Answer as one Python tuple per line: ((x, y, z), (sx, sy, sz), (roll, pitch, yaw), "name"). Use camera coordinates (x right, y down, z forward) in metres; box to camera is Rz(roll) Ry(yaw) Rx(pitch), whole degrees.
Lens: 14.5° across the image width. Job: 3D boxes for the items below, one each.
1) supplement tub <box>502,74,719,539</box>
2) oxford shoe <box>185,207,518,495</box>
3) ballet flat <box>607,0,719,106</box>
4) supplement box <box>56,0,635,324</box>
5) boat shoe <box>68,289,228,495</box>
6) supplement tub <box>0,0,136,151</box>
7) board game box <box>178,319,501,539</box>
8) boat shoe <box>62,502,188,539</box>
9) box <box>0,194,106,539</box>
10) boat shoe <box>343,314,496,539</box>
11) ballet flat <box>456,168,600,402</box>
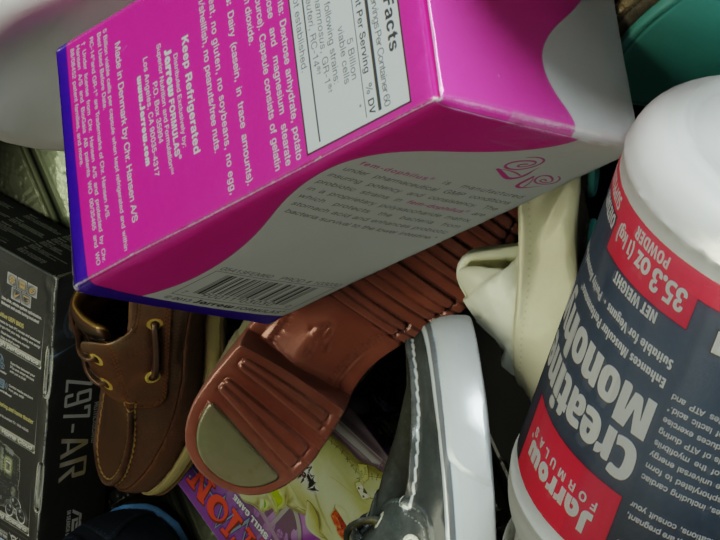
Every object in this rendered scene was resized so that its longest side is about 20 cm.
((0.132, 0.047, 0.977), (0.140, 0.140, 0.201), (38, 126, 32), "supplement tub")
((0.000, 0.000, 1.144), (0.071, 0.074, 0.200), (41, 109, -10), "oxford shoe")
((0.152, -0.126, 0.975), (0.200, 0.070, 0.066), (-33, 51, 43), "ballet flat")
((-0.010, -0.062, 1.022), (0.200, 0.101, 0.104), (-23, 65, 42), "supplement box")
((-0.092, 0.018, 1.196), (0.200, 0.067, 0.072), (108, 150, -41), "boat shoe")
((-0.118, -0.165, 1.145), (0.145, 0.144, 0.201), (-43, 52, 44), "supplement tub")
((-0.017, 0.098, 1.229), (0.200, 0.032, 0.120), (51, 136, 22), "board game box")
((-0.091, 0.210, 1.305), (0.084, 0.069, 0.200), (-42, 72, 44), "boat shoe")
((-0.201, 0.038, 1.387), (0.200, 0.043, 0.161), (25, 118, 39), "box")
((0.022, 0.117, 1.062), (0.069, 0.056, 0.201), (106, 163, -87), "boat shoe")
((0.065, -0.021, 1.073), (0.069, 0.069, 0.201), (8, 103, 44), "ballet flat")
